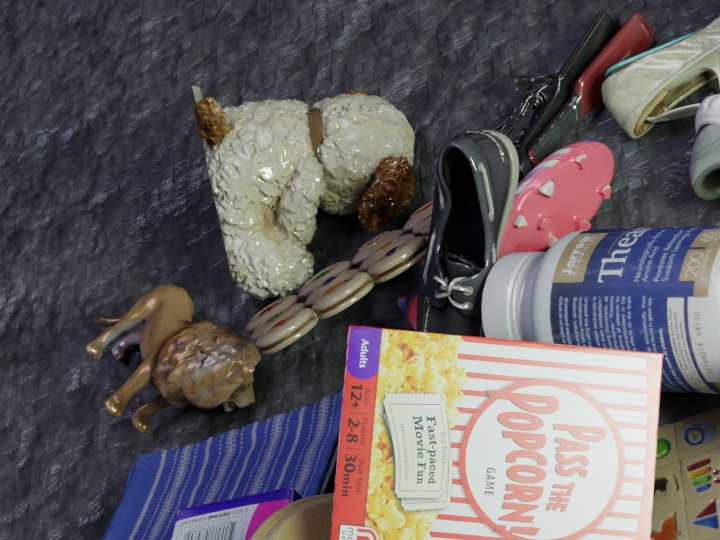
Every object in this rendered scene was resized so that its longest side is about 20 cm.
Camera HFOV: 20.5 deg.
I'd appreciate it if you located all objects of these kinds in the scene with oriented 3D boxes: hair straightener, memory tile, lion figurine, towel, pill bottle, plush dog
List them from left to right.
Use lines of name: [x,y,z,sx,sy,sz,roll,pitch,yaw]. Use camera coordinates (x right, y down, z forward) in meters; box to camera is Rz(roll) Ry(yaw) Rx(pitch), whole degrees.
lion figurine: [-0.156,0.057,1.627,0.122,0.072,0.200,-42,41,8]
towel: [-0.105,0.160,1.497,0.200,0.024,0.145,-21,25,23]
plush dog: [-0.040,-0.095,1.640,0.172,0.161,0.200,-12,41,-2]
memory tile: [0.000,0.000,1.526,0.200,0.017,0.153,-33,8,-3]
hair straightener: [0.150,-0.128,1.588,0.077,0.041,0.200,23,75,49]
pill bottle: [0.186,0.026,1.346,0.200,0.111,0.111,-1,53,38]

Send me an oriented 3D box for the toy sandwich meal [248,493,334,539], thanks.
toy sandwich meal: [0.001,0.238,1.281,0.205,0.205,0.070,-89,21,-43]

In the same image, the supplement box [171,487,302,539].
supplement box: [-0.078,0.263,1.347,0.101,0.103,0.200,-14,45,29]

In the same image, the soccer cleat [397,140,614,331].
soccer cleat: [0.108,-0.027,1.502,0.200,0.067,0.076,-48,35,-5]

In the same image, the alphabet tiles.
alphabet tiles: [0.168,0.193,1.288,0.167,0.008,0.200,-22,43,22]

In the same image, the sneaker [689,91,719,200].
sneaker: [0.316,-0.081,1.383,0.200,0.074,0.079,-2,62,46]

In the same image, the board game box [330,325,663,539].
board game box: [0.084,0.119,1.254,0.200,0.046,0.152,4,82,-1]

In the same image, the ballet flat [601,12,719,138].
ballet flat: [0.278,-0.161,1.502,0.200,0.067,0.062,-29,68,21]

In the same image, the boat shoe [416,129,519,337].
boat shoe: [0.066,-0.001,1.414,0.073,0.063,0.200,11,98,28]
